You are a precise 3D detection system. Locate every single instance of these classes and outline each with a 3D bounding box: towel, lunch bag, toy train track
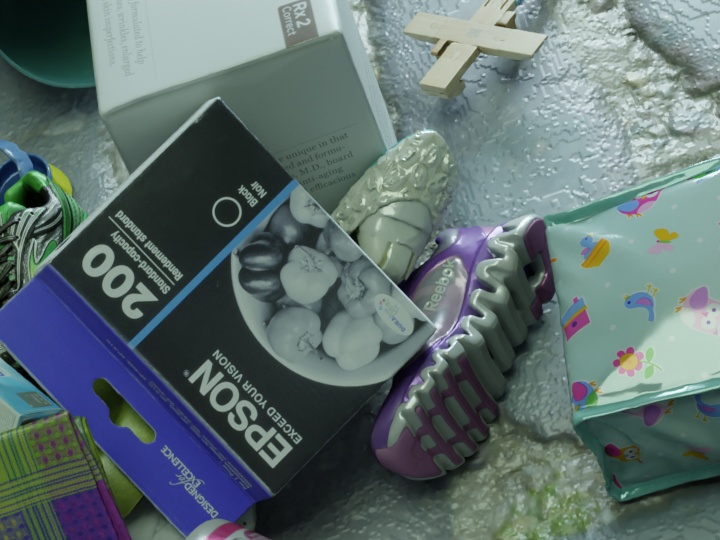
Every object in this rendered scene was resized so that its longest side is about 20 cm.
[{"bbox_3d":[-0.195,0.190,1.193,0.142,0.202,0.023,-19,16,8],"label":"towel"},{"bbox_3d":[0.224,0.027,1.202,0.198,0.122,0.172,-16,50,14],"label":"lunch bag"},{"bbox_3d":[0.109,-0.189,1.458,0.114,0.033,0.200,16,56,36],"label":"toy train track"}]

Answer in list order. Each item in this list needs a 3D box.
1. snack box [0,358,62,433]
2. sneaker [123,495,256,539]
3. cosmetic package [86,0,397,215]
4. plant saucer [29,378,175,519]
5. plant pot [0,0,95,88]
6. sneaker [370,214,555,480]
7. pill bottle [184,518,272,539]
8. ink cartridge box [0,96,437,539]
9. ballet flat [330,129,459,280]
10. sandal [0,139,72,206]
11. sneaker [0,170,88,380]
[{"bbox_3d":[-0.257,0.148,1.247,0.116,0.037,0.202,33,114,35],"label":"snack box"},{"bbox_3d":[-0.100,0.142,1.270,0.086,0.075,0.202,14,62,7],"label":"sneaker"},{"bbox_3d":[-0.072,-0.110,1.339,0.163,0.201,0.166,-19,44,4],"label":"cosmetic package"},{"bbox_3d":[-0.192,0.105,1.289,0.199,0.031,0.201,-30,37,25],"label":"plant saucer"},{"bbox_3d":[-0.244,-0.258,1.528,0.200,0.201,0.161,-43,40,-15],"label":"plant pot"},{"bbox_3d":[0.051,0.045,1.279,0.088,0.081,0.201,10,54,32],"label":"sneaker"},{"bbox_3d":[-0.019,0.229,1.127,0.198,0.114,0.114,22,63,17],"label":"pill bottle"},{"bbox_3d":[-0.091,0.034,1.203,0.200,0.043,0.198,-45,95,-6],"label":"ink cartridge box"},{"bbox_3d":[0.000,0.000,1.294,0.200,0.071,0.072,-47,48,20],"label":"ballet flat"},{"bbox_3d":[-0.267,-0.013,1.418,0.079,0.087,0.202,-3,56,14],"label":"sandal"},{"bbox_3d":[-0.230,0.010,1.332,0.078,0.085,0.201,-32,27,22],"label":"sneaker"}]
